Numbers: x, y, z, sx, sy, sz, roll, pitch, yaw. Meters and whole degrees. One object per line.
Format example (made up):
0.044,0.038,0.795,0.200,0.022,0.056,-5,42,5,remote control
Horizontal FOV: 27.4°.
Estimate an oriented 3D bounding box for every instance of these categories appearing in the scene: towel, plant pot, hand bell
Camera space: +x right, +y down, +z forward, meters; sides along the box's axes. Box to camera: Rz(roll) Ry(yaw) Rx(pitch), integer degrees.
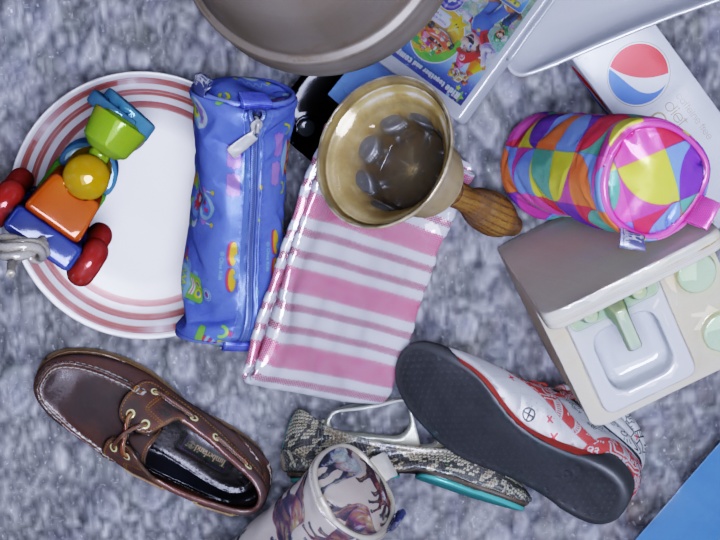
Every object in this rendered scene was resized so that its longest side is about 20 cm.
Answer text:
0.000,0.000,1.069,0.146,0.030,0.201,13,98,-45,towel
-0.047,-0.238,0.950,0.199,0.173,0.202,-1,87,15,plant pot
0.064,-0.055,1.044,0.104,0.200,0.105,-9,72,29,hand bell

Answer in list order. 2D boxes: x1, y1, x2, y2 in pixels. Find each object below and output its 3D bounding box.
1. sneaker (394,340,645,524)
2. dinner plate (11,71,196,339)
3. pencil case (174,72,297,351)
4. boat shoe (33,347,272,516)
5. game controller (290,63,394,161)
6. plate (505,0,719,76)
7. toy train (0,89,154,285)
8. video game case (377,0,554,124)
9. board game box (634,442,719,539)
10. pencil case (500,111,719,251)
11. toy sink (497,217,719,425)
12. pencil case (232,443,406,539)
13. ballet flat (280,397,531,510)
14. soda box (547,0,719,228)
0.126,0.110,1.127,0.201,0.108,0.068,32,115,11,sneaker
-0.160,-0.048,1.099,0.199,0.024,0.202,-1,105,-4,dinner plate
-0.088,-0.040,1.051,0.077,0.087,0.201,1,105,-15,pencil case
-0.156,0.123,1.119,0.199,0.070,0.071,26,102,-9,boat shoe
0.032,-0.153,1.077,0.104,0.042,0.200,39,99,-12,game controller
0.170,-0.251,1.019,0.198,0.032,0.201,-20,74,12,plate
-0.185,-0.058,0.975,0.084,0.200,0.116,35,94,-12,toy train
0.076,-0.221,1.016,0.143,0.018,0.200,39,97,22,video game case
0.308,0.208,1.190,0.158,0.039,0.200,33,104,-16,board game box
0.166,-0.066,1.026,0.088,0.200,0.089,-3,100,-15,pencil case
0.191,0.025,1.051,0.130,0.200,0.113,-27,104,2,toy sink
-0.051,0.211,1.106,0.200,0.089,0.078,-48,63,36,pencil case
0.039,0.137,1.143,0.198,0.068,0.076,8,81,-4,ballet flat
0.213,-0.124,1.083,0.064,0.068,0.200,-39,103,7,soda box
